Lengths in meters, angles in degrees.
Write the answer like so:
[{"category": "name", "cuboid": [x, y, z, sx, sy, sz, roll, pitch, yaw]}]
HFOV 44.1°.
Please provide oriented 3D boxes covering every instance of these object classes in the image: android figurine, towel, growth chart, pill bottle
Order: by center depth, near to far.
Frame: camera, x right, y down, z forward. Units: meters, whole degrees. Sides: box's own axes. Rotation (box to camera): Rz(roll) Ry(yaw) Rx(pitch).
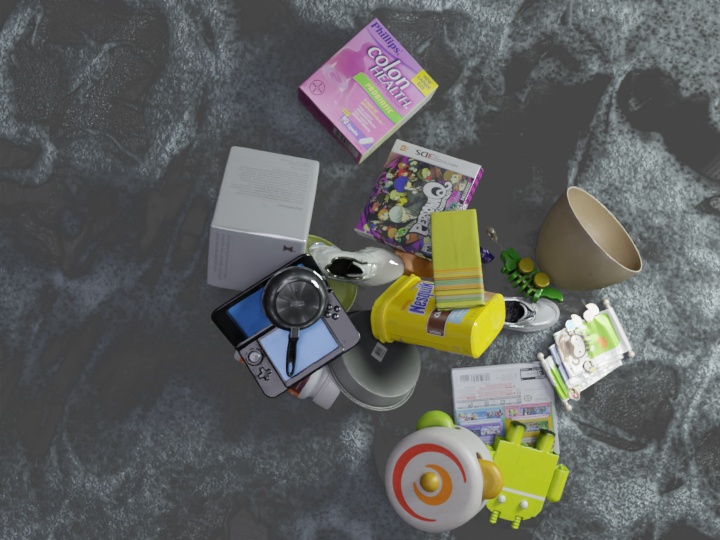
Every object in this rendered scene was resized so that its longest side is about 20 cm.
[{"category": "towel", "cuboid": [0.170, -0.020, 1.570, 0.086, 0.018, 0.200, -3, 59, 4]}, {"category": "pill bottle", "cuboid": [-0.122, 0.164, 1.641, 0.200, 0.114, 0.114, 32, 85, -2]}, {"category": "android figurine", "cuboid": [0.298, 0.390, 1.683, 0.182, 0.041, 0.200, 18, 94, -8]}, {"category": "growth chart", "cuboid": [0.435, 0.157, 1.722, 0.200, 0.018, 0.145, -34, 92, -14]}]

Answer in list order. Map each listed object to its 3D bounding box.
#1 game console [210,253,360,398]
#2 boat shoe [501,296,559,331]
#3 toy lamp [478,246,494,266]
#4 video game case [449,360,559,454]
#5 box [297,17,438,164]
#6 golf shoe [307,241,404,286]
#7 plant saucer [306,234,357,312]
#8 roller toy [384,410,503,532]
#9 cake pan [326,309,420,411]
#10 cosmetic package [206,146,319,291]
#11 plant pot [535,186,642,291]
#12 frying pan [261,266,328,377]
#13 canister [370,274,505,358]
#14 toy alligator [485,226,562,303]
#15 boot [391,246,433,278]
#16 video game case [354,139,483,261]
[{"category": "game console", "cuboid": [-0.124, 0.099, 1.526, 0.200, 0.116, 0.176, -32, 84, -3]}, {"category": "boat shoe", "cuboid": [0.297, 0.078, 1.683, 0.200, 0.069, 0.072, 11, 89, -20]}, {"category": "toy lamp", "cuboid": [0.185, 0.047, 1.699, 0.058, 0.058, 0.200, 31, 86, -2]}, {"category": "video game case", "cuboid": [0.277, 0.272, 1.712, 0.200, 0.022, 0.182, -4, 87, -5]}, {"category": "box", "cuboid": [0.012, -0.337, 1.686, 0.200, 0.097, 0.176, -42, 91, -6]}, {"category": "golf shoe", "cuboid": [0.000, 0.000, 1.607, 0.200, 0.097, 0.078, 3, 104, -26]}, {"category": "plant saucer", "cuboid": [-0.106, 0.023, 1.655, 0.200, 0.031, 0.200, 7, 58, -12]}, {"category": "roller toy", "cuboid": [0.144, 0.376, 1.609, 0.200, 0.140, 0.183, 39, 101, 18]}, {"category": "cake pan", "cuboid": [0.028, 0.158, 1.636, 0.200, 0.037, 0.201, 16, 55, -25]}, {"category": "cosmetic package", "cuboid": [-0.173, -0.085, 1.585, 0.165, 0.165, 0.200, 10, 50, -4]}, {"category": "plant pot", "cuboid": [0.410, -0.038, 1.672, 0.200, 0.200, 0.134, 46, 120, -1]}, {"category": "frying pan", "cuboid": [-0.124, 0.084, 1.498, 0.115, 0.031, 0.190, 23, 97, -22]}, {"category": "canister", "cuboid": [0.141, 0.081, 1.593, 0.200, 0.149, 0.087, 10, 123, 31]}, {"category": "toy alligator", "cuboid": [0.294, 0.002, 1.679, 0.054, 0.059, 0.200, -42, 76, -16]}, {"category": "boot", "cuboid": [0.129, -0.085, 1.699, 0.144, 0.071, 0.202, 1, 74, 9]}, {"category": "video game case", "cuboid": [0.110, -0.131, 1.672, 0.181, 0.036, 0.200, 22, 80, 23]}]
